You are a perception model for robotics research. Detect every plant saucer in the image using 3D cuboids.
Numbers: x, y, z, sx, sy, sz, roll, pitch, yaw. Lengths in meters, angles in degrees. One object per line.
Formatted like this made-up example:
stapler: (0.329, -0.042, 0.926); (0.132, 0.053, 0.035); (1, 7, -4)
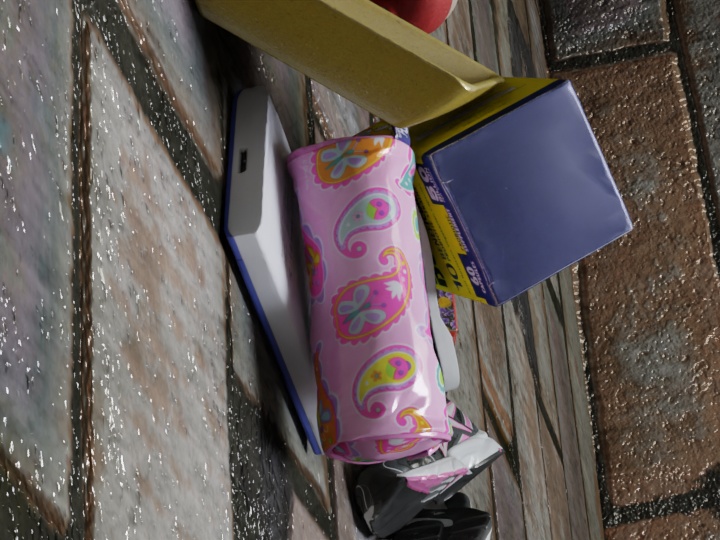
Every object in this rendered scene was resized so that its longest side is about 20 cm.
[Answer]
plant saucer: (-0.015, -0.145, 1.332); (0.049, 0.199, 0.200); (-61, 175, 11)

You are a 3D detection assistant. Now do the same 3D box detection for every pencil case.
pencil case: (0.007, 0.015, 1.308); (0.087, 0.087, 0.201); (50, 32, -71)

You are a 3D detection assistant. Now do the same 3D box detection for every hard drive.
hard drive: (-0.044, 0.002, 1.356); (0.132, 0.025, 0.200); (-90, 166, -45)

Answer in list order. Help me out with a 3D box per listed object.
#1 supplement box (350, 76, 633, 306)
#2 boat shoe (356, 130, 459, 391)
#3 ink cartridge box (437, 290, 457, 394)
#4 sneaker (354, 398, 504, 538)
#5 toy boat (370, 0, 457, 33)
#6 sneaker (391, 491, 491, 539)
supplement box: (0.078, -0.057, 1.435); (0.109, 0.109, 0.200); (64, -13, -12)
boat shoe: (0.014, 0.006, 1.420); (0.076, 0.060, 0.201); (39, -30, 62)
ink cartridge box: (0.045, 0.013, 1.652); (0.200, 0.050, 0.109); (94, -8, -64)
sneaker: (0.032, 0.133, 1.574); (0.086, 0.080, 0.200); (50, 14, 10)
toy boat: (-0.014, -0.255, 1.573); (0.131, 0.130, 0.201); (-31, 114, -48)
sneaker: (0.069, 0.238, 1.592); (0.201, 0.075, 0.116); (-77, 156, -85)
